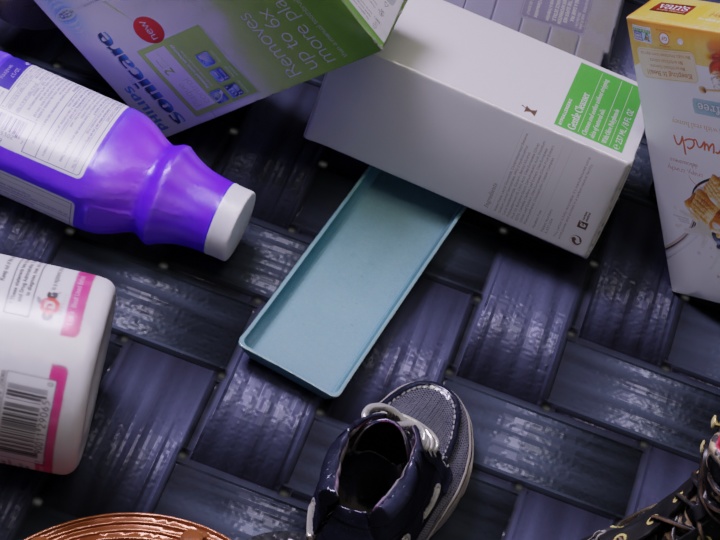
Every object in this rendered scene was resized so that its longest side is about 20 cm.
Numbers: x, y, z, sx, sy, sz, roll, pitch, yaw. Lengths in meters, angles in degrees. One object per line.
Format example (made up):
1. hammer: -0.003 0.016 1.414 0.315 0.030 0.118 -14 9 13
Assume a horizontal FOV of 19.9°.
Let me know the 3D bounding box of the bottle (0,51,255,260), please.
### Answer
1. bottle: -0.164 -0.066 1.269 0.200 0.065 0.084 23 51 5

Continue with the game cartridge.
1. game cartridge: 0.126 -0.209 1.472 0.130 0.038 0.200 21 50 -2

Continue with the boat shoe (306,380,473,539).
1. boat shoe: 0.023 0.104 1.142 0.075 0.093 0.200 18 38 7

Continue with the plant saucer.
1. plant saucer: 0.000 0.000 1.287 0.070 0.019 0.200 28 52 9

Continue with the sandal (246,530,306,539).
1. sandal: -0.024 0.225 1.092 0.075 0.048 0.201 -1 40 -13

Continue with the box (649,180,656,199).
1. box: 0.312 -0.074 1.302 0.117 0.200 0.197 -32 65 -32

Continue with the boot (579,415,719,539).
1. boot: 0.181 0.140 1.134 0.200 0.151 0.073 -10 56 -21

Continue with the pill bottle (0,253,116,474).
1. pill bottle: -0.243 0.039 1.136 0.200 0.113 0.113 13 51 -4

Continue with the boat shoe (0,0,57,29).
1. boat shoe: -0.191 -0.227 1.390 0.072 0.076 0.200 31 43 16

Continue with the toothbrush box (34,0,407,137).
1. toothbrush box: -0.087 -0.183 1.265 0.146 0.200 0.086 49 46 -27

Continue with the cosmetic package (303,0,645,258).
1. cosmetic package: 0.078 -0.100 1.328 0.200 0.085 0.108 24 36 2

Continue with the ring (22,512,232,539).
1. ring: -0.131 0.203 1.064 0.200 0.019 0.201 -2 45 2

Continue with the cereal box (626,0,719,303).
1. cereal box: 0.241 -0.063 1.251 0.144 0.200 0.040 15 41 43
